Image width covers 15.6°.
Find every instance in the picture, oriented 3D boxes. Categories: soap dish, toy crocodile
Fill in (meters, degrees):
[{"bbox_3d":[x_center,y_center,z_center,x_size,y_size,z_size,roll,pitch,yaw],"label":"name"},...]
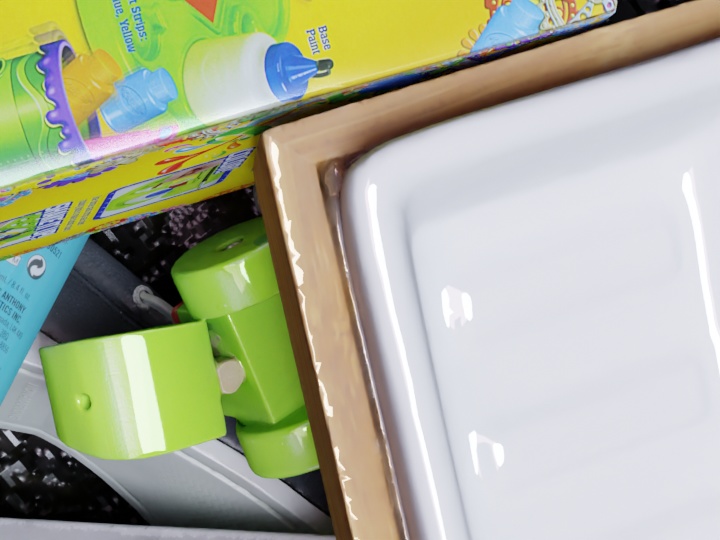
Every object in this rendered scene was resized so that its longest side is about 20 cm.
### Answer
[{"bbox_3d":[0.060,0.040,0.656,0.156,0.081,0.201,-18,104,-23],"label":"soap dish"},{"bbox_3d":[0.000,0.000,0.758,0.199,0.062,0.068,-32,109,-27],"label":"toy crocodile"}]

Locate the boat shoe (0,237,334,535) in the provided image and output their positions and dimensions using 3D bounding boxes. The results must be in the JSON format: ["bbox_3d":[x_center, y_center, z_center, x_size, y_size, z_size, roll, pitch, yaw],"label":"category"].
[{"bbox_3d":[-0.059,0.036,0.792,0.199,0.076,0.061,35,59,-15],"label":"boat shoe"}]

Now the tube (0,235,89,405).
[{"bbox_3d":[-0.089,-0.049,0.743,0.077,0.050,0.201,28,70,-11],"label":"tube"}]

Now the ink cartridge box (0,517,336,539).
[{"bbox_3d":[-0.058,0.163,0.748,0.199,0.045,0.177,-1,71,30],"label":"ink cartridge box"}]

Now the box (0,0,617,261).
[{"bbox_3d":[-0.066,-0.120,0.664,0.191,0.122,0.201,-16,85,-13],"label":"box"}]
